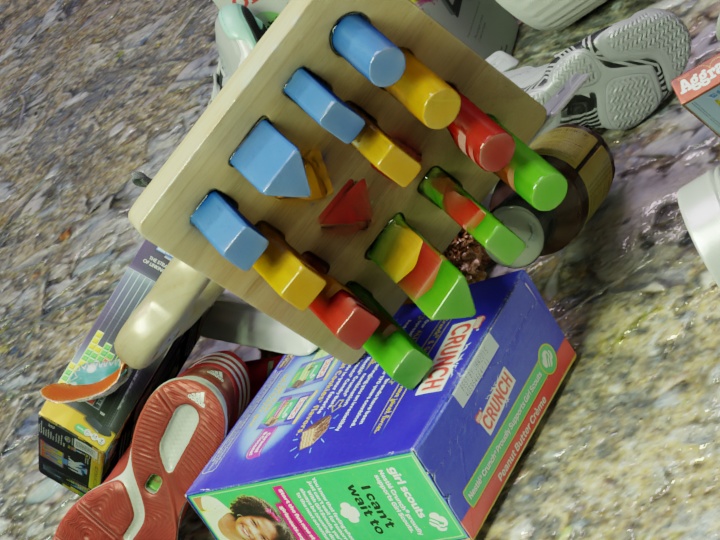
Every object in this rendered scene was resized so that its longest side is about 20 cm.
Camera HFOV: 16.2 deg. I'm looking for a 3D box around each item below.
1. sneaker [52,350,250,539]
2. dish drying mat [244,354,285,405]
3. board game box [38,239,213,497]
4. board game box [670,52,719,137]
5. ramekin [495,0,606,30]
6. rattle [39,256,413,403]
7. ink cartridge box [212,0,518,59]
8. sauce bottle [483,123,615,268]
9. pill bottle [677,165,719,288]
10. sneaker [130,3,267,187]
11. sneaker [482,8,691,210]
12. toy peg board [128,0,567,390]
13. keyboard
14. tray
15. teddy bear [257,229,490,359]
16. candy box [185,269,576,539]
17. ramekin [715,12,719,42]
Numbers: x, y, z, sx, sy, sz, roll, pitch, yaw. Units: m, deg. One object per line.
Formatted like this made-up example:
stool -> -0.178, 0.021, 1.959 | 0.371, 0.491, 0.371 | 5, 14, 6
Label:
sneaker -> -0.128, 0.138, 1.691 | 0.200, 0.078, 0.116 | -52, -4, 26
dish drying mat -> -0.093, 0.092, 1.774 | 0.200, 0.018, 0.077 | -11, 42, 59
board game box -> -0.160, 0.064, 1.756 | 0.166, 0.056, 0.200 | -61, -1, -17
board game box -> 0.260, -0.101, 1.477 | 0.102, 0.200, 0.020 | -29, 66, 17
ramekin -> 0.128, -0.277, 1.976 | 0.094, 0.202, 0.203 | -41, 20, 19
rattle -> -0.085, 0.045, 1.610 | 0.200, 0.143, 0.130 | -52, 13, -12
ink cartridge box -> 0.004, -0.207, 2.001 | 0.146, 0.200, 0.146 | -25, 25, 27
sauce bottle -> 0.118, -0.046, 1.633 | 0.064, 0.065, 0.200 | -28, 4, 21
pill bottle -> 0.283, -0.059, 1.423 | 0.199, 0.113, 0.112 | -29, 24, 17
sneaker -> -0.115, -0.102, 1.949 | 0.139, 0.201, 0.078 | -16, 31, 6
sneaker -> 0.141, -0.133, 1.820 | 0.199, 0.075, 0.115 | -37, 25, 11
toy peg board -> 0.009, -0.045, 1.470 | 0.200, 0.199, 0.098 | -52, 42, 5
keyboard -> 0.082, -0.057, 1.635 | 0.200, 0.011, 0.056 | -48, 6, 44
tray -> -0.042, 0.010, 1.720 | 0.107, 0.022, 0.200 | -41, 18, -17
teddy bear -> 0.000, 0.000, 1.786 | 0.199, 0.067, 0.145 | -11, 38, 47
candy box -> 0.014, 0.096, 1.569 | 0.199, 0.077, 0.169 | -17, 28, 43
ramekin -> 0.313, -0.204, 1.570 | 0.201, 0.097, 0.201 | -53, -13, -17
